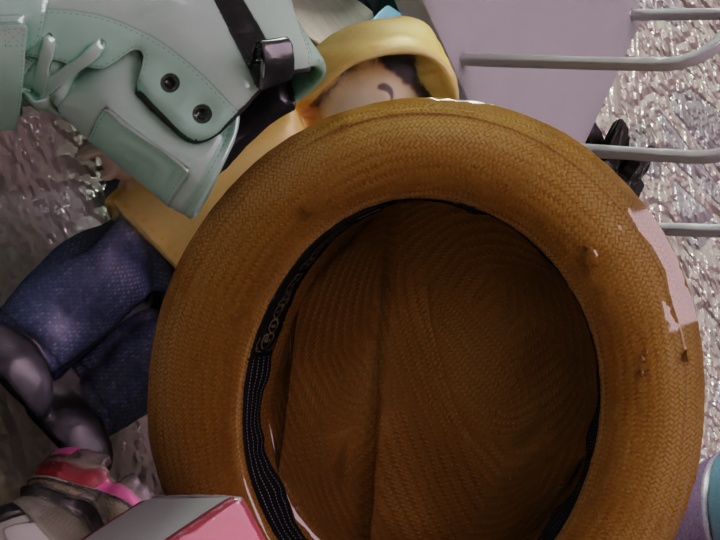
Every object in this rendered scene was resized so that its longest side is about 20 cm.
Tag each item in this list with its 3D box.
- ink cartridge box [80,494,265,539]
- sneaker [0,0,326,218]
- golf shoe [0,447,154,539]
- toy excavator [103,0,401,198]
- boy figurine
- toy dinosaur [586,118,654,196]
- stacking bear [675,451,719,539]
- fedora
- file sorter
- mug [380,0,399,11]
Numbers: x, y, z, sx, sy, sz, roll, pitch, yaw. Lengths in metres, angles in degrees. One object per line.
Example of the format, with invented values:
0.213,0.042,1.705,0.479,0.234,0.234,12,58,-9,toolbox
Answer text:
-0.059,0.189,0.813,0.146,0.083,0.200,-33,99,-25,ink cartridge box
-0.107,-0.059,0.871,0.200,0.074,0.118,-28,75,-18,sneaker
-0.072,0.161,0.900,0.092,0.073,0.200,-46,110,-32,golf shoe
0.000,0.000,1.058,0.200,0.195,0.100,36,32,3,toy excavator
-0.042,-0.012,0.945,0.124,0.200,0.064,54,-11,-22,boy figurine
0.050,-0.008,1.177,0.136,0.102,0.200,-55,165,-24,toy dinosaur
0.237,0.119,1.265,0.114,0.200,0.122,52,34,-23,stacking bear
0.026,0.040,0.902,0.201,0.200,0.082,66,15,-1,fedora
0.102,-0.123,1.024,0.139,0.124,0.200,-63,142,-34,file sorter
0.011,-0.197,1.140,0.185,0.114,0.152,45,34,-11,mug
